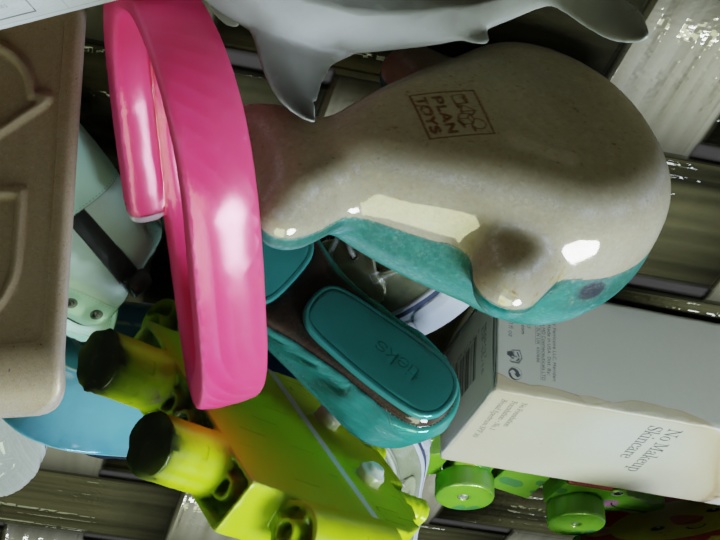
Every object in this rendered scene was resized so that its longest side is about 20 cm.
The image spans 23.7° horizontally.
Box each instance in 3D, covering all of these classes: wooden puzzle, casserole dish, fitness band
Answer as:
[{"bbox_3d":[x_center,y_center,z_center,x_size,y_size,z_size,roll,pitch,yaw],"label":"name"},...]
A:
[{"bbox_3d":[-0.208,-0.032,0.754,0.183,0.202,0.046,-4,165,12],"label":"wooden puzzle"},{"bbox_3d":[-0.122,0.054,0.926,0.199,0.121,0.039,8,114,-39],"label":"casserole dish"},{"bbox_3d":[-0.075,-0.034,0.733,0.037,0.144,0.201,-13,130,-13],"label":"fitness band"}]

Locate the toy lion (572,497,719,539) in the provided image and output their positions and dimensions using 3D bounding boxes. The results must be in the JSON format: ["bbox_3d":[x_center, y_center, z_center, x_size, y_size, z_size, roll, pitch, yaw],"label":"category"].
[{"bbox_3d":[0.201,0.182,1.100,0.199,0.069,0.191,-14,-173,-29],"label":"toy lion"}]

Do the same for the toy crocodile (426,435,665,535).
[{"bbox_3d":[0.108,0.120,1.090,0.198,0.068,0.062,14,148,-17],"label":"toy crocodile"}]

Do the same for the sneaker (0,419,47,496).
[{"bbox_3d":[-0.205,0.056,1.024,0.071,0.073,0.201,2,138,-30],"label":"sneaker"}]

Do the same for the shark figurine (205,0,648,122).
[{"bbox_3d":[0.002,-0.103,0.714,0.212,0.090,0.128,9,150,-5],"label":"shark figurine"}]

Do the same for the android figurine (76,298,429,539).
[{"bbox_3d":[-0.043,0.086,0.836,0.199,0.182,0.041,25,109,-43],"label":"android figurine"}]

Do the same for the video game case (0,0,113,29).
[{"bbox_3d":[-0.120,-0.168,0.605,0.198,0.036,0.182,-10,141,24],"label":"video game case"}]

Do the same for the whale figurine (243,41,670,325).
[{"bbox_3d":[0.036,-0.030,0.757,0.198,0.160,0.104,-4,138,-23],"label":"whale figurine"}]

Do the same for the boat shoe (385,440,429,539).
[{"bbox_3d":[0.007,0.131,0.999,0.071,0.062,0.201,0,143,10],"label":"boat shoe"}]

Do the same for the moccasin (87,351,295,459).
[{"bbox_3d":[-0.085,0.089,1.047,0.198,0.081,0.068,-8,152,20],"label":"moccasin"}]

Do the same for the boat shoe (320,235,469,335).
[{"bbox_3d":[0.000,0.000,0.900,0.062,0.073,0.199,30,141,-31],"label":"boat shoe"}]

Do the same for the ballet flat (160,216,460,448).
[{"bbox_3d":[-0.037,0.019,0.861,0.200,0.067,0.070,43,145,4],"label":"ballet flat"}]

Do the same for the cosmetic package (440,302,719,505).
[{"bbox_3d":[0.155,0.076,1.010,0.198,0.074,0.104,11,149,-11],"label":"cosmetic package"}]

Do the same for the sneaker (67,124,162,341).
[{"bbox_3d":[-0.184,0.022,0.822,0.200,0.074,0.118,-45,117,0],"label":"sneaker"}]
